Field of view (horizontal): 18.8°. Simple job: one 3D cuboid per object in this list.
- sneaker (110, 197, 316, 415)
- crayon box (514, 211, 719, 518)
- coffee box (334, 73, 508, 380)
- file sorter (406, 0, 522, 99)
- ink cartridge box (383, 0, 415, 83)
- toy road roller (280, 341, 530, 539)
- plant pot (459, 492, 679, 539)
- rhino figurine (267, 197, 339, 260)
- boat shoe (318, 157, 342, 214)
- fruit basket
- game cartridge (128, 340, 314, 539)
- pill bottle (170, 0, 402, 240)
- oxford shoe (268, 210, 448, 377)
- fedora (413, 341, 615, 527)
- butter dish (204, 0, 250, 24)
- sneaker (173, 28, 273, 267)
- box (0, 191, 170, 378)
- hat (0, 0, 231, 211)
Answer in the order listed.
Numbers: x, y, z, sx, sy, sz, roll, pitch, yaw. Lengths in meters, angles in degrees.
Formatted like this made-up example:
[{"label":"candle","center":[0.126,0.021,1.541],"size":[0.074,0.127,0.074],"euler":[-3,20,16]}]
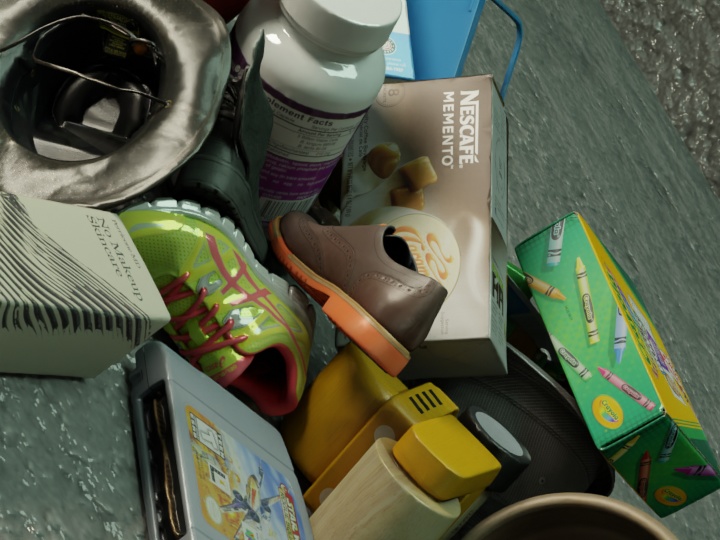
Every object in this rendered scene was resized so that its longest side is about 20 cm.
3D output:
[{"label":"sneaker","center":[-0.096,0.027,1.398],"size":[0.200,0.078,0.091],"euler":[35,38,-38]},{"label":"crayon box","center":[0.189,0.068,1.597],"size":[0.119,0.058,0.201],"euler":[45,19,-47]},{"label":"coffee box","center":[0.047,-0.030,1.549],"size":[0.080,0.113,0.202],"euler":[57,33,-64]},{"label":"file sorter","center":[0.014,-0.177,1.780],"size":[0.199,0.140,0.123],"euler":[16,-6,25]},{"label":"ink cartridge box","center":[-0.032,-0.229,1.670],"size":[0.115,0.068,0.202],"euler":[5,67,-26]},{"label":"toy road roller","center":[0.007,0.126,1.426],"size":[0.146,0.123,0.200],"euler":[44,15,12]},{"label":"plant pot","center":[0.154,0.273,1.465],"size":[0.175,0.199,0.201],"euler":[58,8,-58]},{"label":"rhino figurine","center":[-0.080,-0.084,1.649],"size":[0.201,0.060,0.087],"euler":[54,15,-1]},{"label":"boat shoe","center":[-0.007,-0.087,1.721],"size":[0.074,0.062,0.200],"euler":[58,-8,-7]},{"label":"fruit basket","center":[0.095,0.067,1.707],"size":[0.094,0.184,0.201],"euler":[-51,122,-27]},{"label":"game cartridge","center":[-0.078,0.146,1.299],"size":[0.133,0.041,0.201],"euler":[36,26,-37]},{"label":"pill bottle","center":[-0.050,-0.125,1.510],"size":[0.111,0.201,0.113],"euler":[19,39,-17]},{"label":"oxford shoe","center":[0.000,0.000,1.449],"size":[0.071,0.073,0.200],"euler":[43,1,-36]},{"label":"fedora","center":[0.092,0.131,1.613],"size":[0.200,0.176,0.091],"euler":[45,64,-22]},{"label":"butter dish","center":[-0.149,-0.219,1.526],"size":[0.201,0.198,0.148],"euler":[62,3,31]},{"label":"sneaker","center":[-0.085,-0.073,1.445],"size":[0.200,0.059,0.105],"euler":[84,18,-68]},{"label":"box","center":[-0.191,0.007,1.191],"size":[0.083,0.068,0.200],"euler":[60,19,15]},{"label":"hat","center":[-0.174,-0.100,1.353],"size":[0.081,0.199,0.202],"euler":[98,-27,-57]}]
